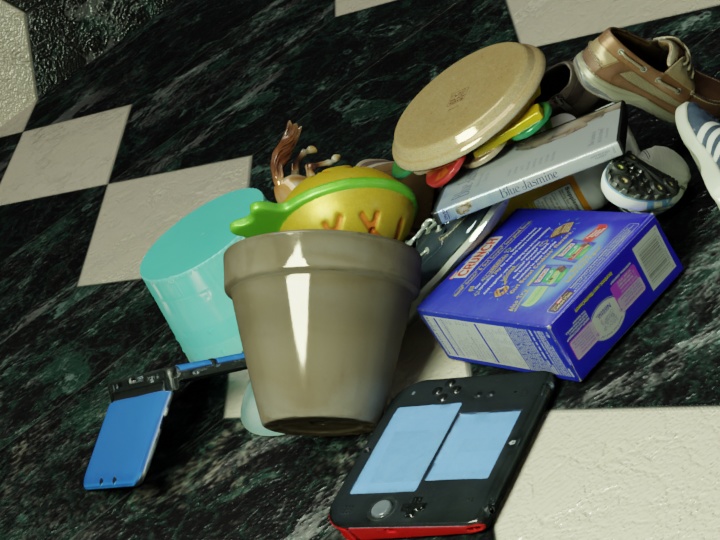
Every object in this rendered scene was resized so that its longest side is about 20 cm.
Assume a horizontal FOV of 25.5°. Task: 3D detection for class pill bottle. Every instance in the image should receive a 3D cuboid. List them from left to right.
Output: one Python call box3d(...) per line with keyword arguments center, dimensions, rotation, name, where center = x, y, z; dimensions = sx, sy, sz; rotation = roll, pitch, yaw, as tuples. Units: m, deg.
box3d(center=(0.200, -0.100, 1.707), dimensions=(0.199, 0.111, 0.111), rotation=(-26, 25, 14), name="pill bottle")

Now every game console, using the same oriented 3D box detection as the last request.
box3d(center=(-0.210, 0.167, 1.764), dimensions=(0.170, 0.119, 0.200), rotation=(-10, -3, -29), name="game console")
box3d(center=(0.074, 0.167, 1.454), dimensions=(0.176, 0.031, 0.200), rotation=(-13, 31, 38), name="game console")

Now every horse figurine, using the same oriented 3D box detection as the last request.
box3d(center=(-0.045, -0.080, 1.905), dimensions=(0.050, 0.200, 0.133), rotation=(-39, 6, 47), name="horse figurine")

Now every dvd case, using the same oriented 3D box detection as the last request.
box3d(center=(0.172, -0.110, 1.592), dimensions=(0.199, 0.018, 0.143), rotation=(-21, 17, 18), name="dvd case")

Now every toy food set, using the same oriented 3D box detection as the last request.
box3d(center=(0.114, -0.165, 1.676), dimensions=(0.199, 0.049, 0.198), rotation=(-29, 27, 21), name="toy food set")

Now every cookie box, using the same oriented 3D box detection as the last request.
box3d(center=(0.182, 0.018, 1.549), dimensions=(0.171, 0.075, 0.200), rotation=(-44, 27, -24), name="cookie box")

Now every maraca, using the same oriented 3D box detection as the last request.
box3d(center=(-0.037, -0.049, 1.660), dimensions=(0.199, 0.137, 0.107), rotation=(-10, 55, -6), name="maraca")

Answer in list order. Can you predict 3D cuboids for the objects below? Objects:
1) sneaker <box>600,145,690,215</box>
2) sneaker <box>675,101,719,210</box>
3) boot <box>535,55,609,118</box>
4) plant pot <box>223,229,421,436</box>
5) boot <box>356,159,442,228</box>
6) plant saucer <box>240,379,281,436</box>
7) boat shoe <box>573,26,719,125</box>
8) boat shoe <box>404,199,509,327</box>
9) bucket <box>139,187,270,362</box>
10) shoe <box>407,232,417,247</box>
box3d(center=(0.277, -0.079, 1.574), dimensions=(0.073, 0.072, 0.200), rotation=(-55, -15, 21), name="sneaker")
box3d(center=(0.375, -0.117, 1.582), dimensions=(0.084, 0.075, 0.200), rotation=(-28, 34, 13), name="sneaker")
box3d(center=(0.192, -0.164, 1.771), dimensions=(0.200, 0.070, 0.146), rotation=(-43, -23, 19), name="boot")
box3d(center=(-0.039, 0.069, 1.568), dimensions=(0.199, 0.200, 0.175), rotation=(-12, 70, 38), name="plant pot")
box3d(center=(0.038, -0.098, 1.829), dimensions=(0.146, 0.199, 0.071), rotation=(27, 99, 51), name="boot")
box3d(center=(-0.054, 0.098, 1.729), dimensions=(0.200, 0.039, 0.201), rotation=(-27, 24, 13), name="plant saucer")
box3d(center=(0.323, -0.208, 1.690), dimensions=(0.072, 0.199, 0.076), rotation=(-57, 37, 36), name="boat shoe")
box3d(center=(0.081, -0.020, 1.661), dimensions=(0.075, 0.062, 0.200), rotation=(-28, -19, -49), name="boat shoe")
box3d(center=(-0.156, 0.006, 1.908), dimensions=(0.206, 0.135, 0.207), rotation=(-26, 24, 13), name="bucket")
box3d(center=(0.000, 0.000, 1.755), dimensions=(0.091, 0.072, 0.200), rotation=(-13, 6, 29), name="shoe")
